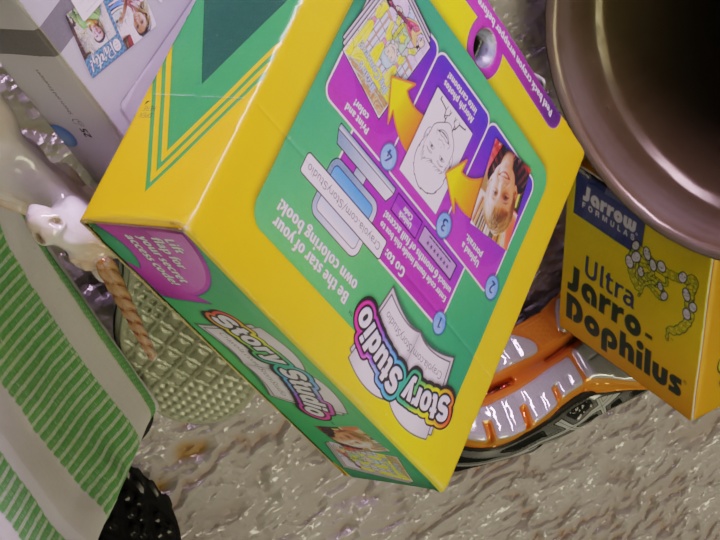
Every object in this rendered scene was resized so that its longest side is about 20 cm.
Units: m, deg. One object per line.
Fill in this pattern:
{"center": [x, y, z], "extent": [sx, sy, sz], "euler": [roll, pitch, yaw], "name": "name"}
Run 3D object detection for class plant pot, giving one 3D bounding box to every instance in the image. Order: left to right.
{"center": [0.218, -0.124, 0.855], "extent": [0.173, 0.200, 0.200], "euler": [-30, 142, -41], "name": "plant pot"}

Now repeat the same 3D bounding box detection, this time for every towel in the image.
{"center": [-0.145, 0.062, 0.709], "extent": [0.023, 0.200, 0.153], "euler": [-20, 117, 21], "name": "towel"}

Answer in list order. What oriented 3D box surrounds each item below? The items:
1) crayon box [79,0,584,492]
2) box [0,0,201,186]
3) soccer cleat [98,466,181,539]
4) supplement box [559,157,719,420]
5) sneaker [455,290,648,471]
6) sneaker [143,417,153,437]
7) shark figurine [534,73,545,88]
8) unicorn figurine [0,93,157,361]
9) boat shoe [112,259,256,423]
{"center": [0.000, -0.035, 0.703], "extent": [0.200, 0.058, 0.173], "euler": [49, 58, -45], "name": "crayon box"}
{"center": [-0.067, -0.113, 0.683], "extent": [0.156, 0.041, 0.200], "euler": [-60, 137, -24], "name": "box"}
{"center": [-0.174, 0.125, 0.872], "extent": [0.073, 0.068, 0.200], "euler": [-34, 149, 30], "name": "soccer cleat"}
{"center": [0.220, -0.021, 0.970], "extent": [0.200, 0.109, 0.110], "euler": [-22, 129, -28], "name": "supplement box"}
{"center": [0.115, 0.057, 1.021], "extent": [0.200, 0.078, 0.077], "euler": [-18, 155, -25], "name": "sneaker"}
{"center": [-0.164, 0.043, 0.789], "extent": [0.200, 0.060, 0.104], "euler": [-22, 107, -58], "name": "sneaker"}
{"center": [0.020, -0.007, 0.875], "extent": [0.214, 0.090, 0.128], "euler": [-43, 140, 6], "name": "shark figurine"}
{"center": [-0.171, -0.047, 0.653], "extent": [0.137, 0.200, 0.074], "euler": [49, 58, -50], "name": "unicorn figurine"}
{"center": [-0.079, -0.014, 0.800], "extent": [0.075, 0.062, 0.200], "euler": [-4, 127, 5], "name": "boat shoe"}
